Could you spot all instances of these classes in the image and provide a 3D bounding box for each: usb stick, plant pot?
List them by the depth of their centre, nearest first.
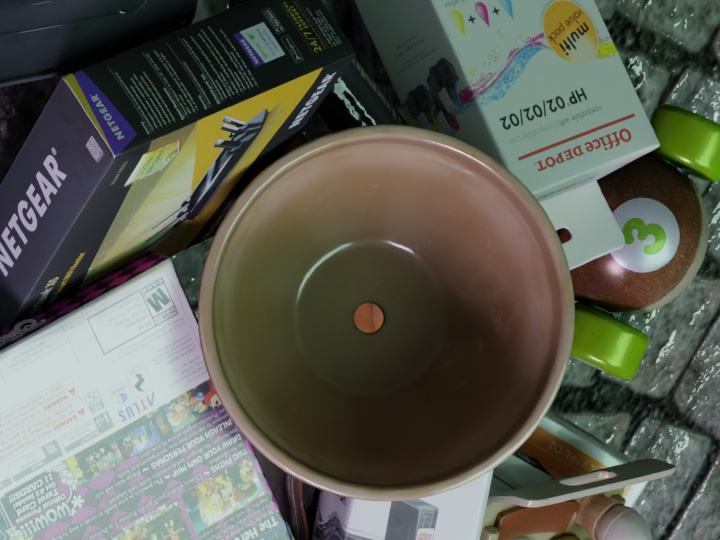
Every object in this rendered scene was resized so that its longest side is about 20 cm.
[{"bbox_3d":[0.010,0.025,1.612,0.201,0.201,0.093,-52,-178,-7],"label":"plant pot"},{"bbox_3d":[0.000,-0.089,1.672,0.033,0.056,0.200,-29,115,23],"label":"usb stick"}]

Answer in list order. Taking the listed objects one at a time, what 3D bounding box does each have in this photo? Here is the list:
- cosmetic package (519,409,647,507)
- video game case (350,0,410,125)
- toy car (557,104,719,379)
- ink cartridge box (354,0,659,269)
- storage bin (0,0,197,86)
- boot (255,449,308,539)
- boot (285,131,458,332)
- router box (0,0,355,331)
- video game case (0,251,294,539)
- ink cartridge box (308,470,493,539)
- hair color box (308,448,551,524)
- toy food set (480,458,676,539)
[{"bbox_3d":[0.092,0.190,1.977,0.101,0.071,0.200,30,93,-16],"label":"cosmetic package"},{"bbox_3d":[0.051,-0.181,1.750,0.143,0.018,0.200,-32,136,-28],"label":"video game case"},{"bbox_3d":[0.102,-0.051,1.792,0.200,0.158,0.165,26,88,-47],"label":"toy car"},{"bbox_3d":[0.090,-0.098,1.685,0.115,0.068,0.200,-22,86,-37],"label":"ink cartridge box"},{"bbox_3d":[-0.177,-0.171,1.448,0.200,0.094,0.135,-14,125,-40],"label":"storage bin"},{"bbox_3d":[-0.081,0.134,1.807,0.097,0.075,0.200,-2,132,-18],"label":"boot"},{"bbox_3d":[0.000,0.000,1.708,0.077,0.155,0.200,-43,140,-17],"label":"boot"},{"bbox_3d":[-0.109,-0.058,1.554,0.157,0.052,0.200,-26,166,-32],"label":"router box"},{"bbox_3d":[-0.155,0.114,1.585,0.200,0.036,0.182,-30,110,-18],"label":"video game case"},{"bbox_3d":[0.016,0.170,1.787,0.084,0.144,0.200,11,95,-9],"label":"ink cartridge box"},{"bbox_3d":[0.021,0.184,1.895,0.111,0.064,0.200,31,94,-11],"label":"hair color box"},{"bbox_3d":[0.123,0.216,1.887,0.143,0.060,0.200,-9,122,-45],"label":"toy food set"}]
